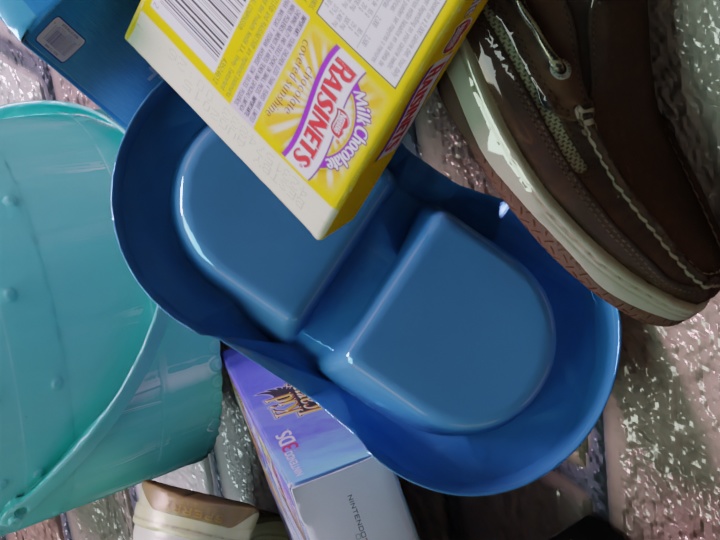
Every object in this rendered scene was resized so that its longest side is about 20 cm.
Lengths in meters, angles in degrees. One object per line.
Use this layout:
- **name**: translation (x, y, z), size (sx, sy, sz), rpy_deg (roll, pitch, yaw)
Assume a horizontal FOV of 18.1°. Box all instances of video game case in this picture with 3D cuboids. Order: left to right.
- **video game case**: translation (0.002, 0.133, 0.967), size (0.200, 0.045, 0.182), rpy_deg (-129, 19, -73)

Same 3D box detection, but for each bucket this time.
- **bucket**: translation (-0.157, 0.020, 1.065), size (0.207, 0.134, 0.209), rpy_deg (166, 90, -68)

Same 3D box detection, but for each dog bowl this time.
- **dog bowl**: translation (0.000, 0.000, 0.832), size (0.199, 0.112, 0.050), rpy_deg (35, 172, -5)

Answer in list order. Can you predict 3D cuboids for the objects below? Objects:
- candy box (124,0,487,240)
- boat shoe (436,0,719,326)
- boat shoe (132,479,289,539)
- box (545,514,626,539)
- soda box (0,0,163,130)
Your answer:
- **candy box**: translation (-0.004, -0.108, 0.704), size (0.102, 0.026, 0.200), rpy_deg (44, 136, 11)
- **boat shoe**: translation (0.065, -0.075, 0.736), size (0.075, 0.075, 0.203), rpy_deg (-34, 99, 31)
- **boat shoe**: translation (-0.073, 0.139, 1.069), size (0.073, 0.064, 0.201), rpy_deg (13, 172, 2)
- **box**: translation (0.140, 0.211, 0.886), size (0.200, 0.049, 0.160), rpy_deg (35, 140, 39)
- **soda box**: translation (-0.081, -0.091, 0.861), size (0.068, 0.064, 0.200), rpy_deg (47, -178, 25)
